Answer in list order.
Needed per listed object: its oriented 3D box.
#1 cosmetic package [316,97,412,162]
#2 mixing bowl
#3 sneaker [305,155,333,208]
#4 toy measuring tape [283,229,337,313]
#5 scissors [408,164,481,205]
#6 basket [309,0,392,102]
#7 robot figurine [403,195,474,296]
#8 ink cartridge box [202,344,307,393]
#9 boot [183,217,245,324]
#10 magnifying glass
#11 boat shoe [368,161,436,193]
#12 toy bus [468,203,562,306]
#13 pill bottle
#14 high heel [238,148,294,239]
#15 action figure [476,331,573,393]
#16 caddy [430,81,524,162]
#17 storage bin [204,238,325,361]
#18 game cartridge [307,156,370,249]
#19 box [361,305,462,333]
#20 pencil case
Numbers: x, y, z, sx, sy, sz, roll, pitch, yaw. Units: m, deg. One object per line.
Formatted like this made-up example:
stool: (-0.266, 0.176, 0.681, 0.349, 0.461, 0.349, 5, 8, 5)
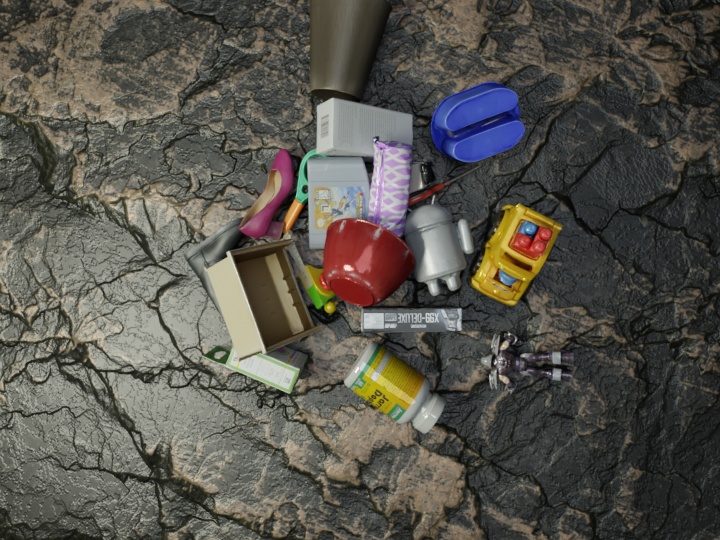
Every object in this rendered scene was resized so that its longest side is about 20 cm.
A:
cosmetic package: (0.010, -0.284, 1.238, 0.198, 0.071, 0.103, 3, 88, -32)
mixing bowl: (0.000, 0.000, 1.201, 0.199, 0.201, 0.109, 25, 61, 2)
sneaker: (-0.078, -0.232, 1.287, 0.087, 0.074, 0.202, 2, 89, 6)
toy measuring tape: (-0.098, 0.000, 1.289, 0.073, 0.074, 0.201, -28, 77, 0)
scissors: (0.179, -0.183, 1.280, 0.198, 0.073, 0.014, -23, 101, -1)
basket: (-0.036, -0.468, 1.264, 0.178, 0.136, 0.202, 9, 92, 5)
robot figurine: (0.154, -0.051, 1.255, 0.168, 0.113, 0.202, -18, 88, 13)
ink cartridge box: (-0.218, 0.182, 1.259, 0.198, 0.104, 0.060, 22, 98, 2)
boot: (-0.263, 0.011, 1.286, 0.164, 0.066, 0.201, -34, 86, 7)
magnifying glass: (-0.120, -0.166, 1.275, 0.079, 0.022, 0.201, 40, 113, 22)
boat shoe: (0.070, -0.187, 1.288, 0.198, 0.093, 0.075, -7, 101, 29)
toy bus: (0.322, -0.032, 1.214, 0.135, 0.192, 0.201, 27, 91, 0)
pill bottle: (0.074, 0.248, 1.250, 0.199, 0.113, 0.113, 35, 90, 1)
high heel: (-0.199, -0.168, 1.267, 0.096, 0.067, 0.202, 11, 83, -42)
action figure: (0.347, 0.200, 1.271, 0.198, 0.069, 0.132, 4, 96, 5)
caddy: (0.249, -0.314, 1.267, 0.198, 0.105, 0.143, -20, 111, 0)
storage bin: (-0.185, 0.055, 1.206, 0.093, 0.198, 0.202, -24, 86, 37)
game cartridge: (-0.044, -0.137, 1.248, 0.132, 0.042, 0.202, 0, 120, -2)
box: (0.100, 0.098, 1.231, 0.198, 0.158, 0.050, -1, 88, 0)
pencil case: (0.056, -0.163, 1.199, 0.083, 0.085, 0.202, 11, 110, 26)
